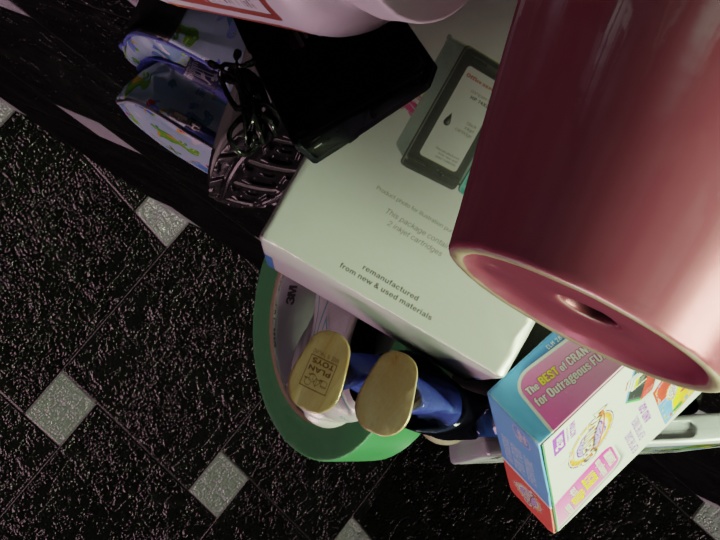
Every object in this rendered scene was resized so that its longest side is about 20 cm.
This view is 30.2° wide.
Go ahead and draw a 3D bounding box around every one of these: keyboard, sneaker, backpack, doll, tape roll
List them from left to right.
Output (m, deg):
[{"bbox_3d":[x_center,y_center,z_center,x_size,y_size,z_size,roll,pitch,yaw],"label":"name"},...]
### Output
[{"bbox_3d":[-0.076,-0.136,0.968,0.198,0.149,0.183,26,178,-15],"label":"backpack"},{"bbox_3d":[-0.044,-0.122,0.844,0.073,0.201,0.080,10,-142,-28],"label":"sneaker"},{"bbox_3d":[-0.027,-0.108,0.692,0.040,0.103,0.201,60,-177,-35],"label":"keyboard"},{"bbox_3d":[-0.009,0.039,0.988,0.048,0.203,0.200,4,-171,-36],"label":"tape roll"},{"bbox_3d":[0.000,0.000,0.875,0.070,0.203,0.080,4,171,-29],"label":"sneaker"},{"bbox_3d":[0.025,0.070,0.765,0.135,0.049,0.200,17,176,23],"label":"doll"}]

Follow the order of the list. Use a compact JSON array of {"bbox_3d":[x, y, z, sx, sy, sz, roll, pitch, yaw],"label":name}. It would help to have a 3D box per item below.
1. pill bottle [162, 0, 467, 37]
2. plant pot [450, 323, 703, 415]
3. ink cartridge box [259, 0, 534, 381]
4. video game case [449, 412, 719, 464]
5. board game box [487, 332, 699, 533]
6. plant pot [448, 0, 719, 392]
[{"bbox_3d":[-0.032,-0.174,0.646,0.199,0.113,0.112,21,170,46],"label":"pill bottle"},{"bbox_3d":[0.173,0.026,1.005,0.175,0.202,0.200,13,171,8],"label":"plant pot"},{"bbox_3d":[0.054,-0.062,0.742,0.145,0.202,0.147,29,174,0],"label":"ink cartridge box"},{"bbox_3d":[0.160,0.116,0.922,0.179,0.022,0.200,-3,170,-3],"label":"video game case"},{"bbox_3d":[0.162,0.045,0.749,0.040,0.200,0.153,43,167,27],"label":"board game box"},{"bbox_3d":[0.132,-0.058,0.557,0.198,0.181,0.200,27,172,4],"label":"plant pot"}]
